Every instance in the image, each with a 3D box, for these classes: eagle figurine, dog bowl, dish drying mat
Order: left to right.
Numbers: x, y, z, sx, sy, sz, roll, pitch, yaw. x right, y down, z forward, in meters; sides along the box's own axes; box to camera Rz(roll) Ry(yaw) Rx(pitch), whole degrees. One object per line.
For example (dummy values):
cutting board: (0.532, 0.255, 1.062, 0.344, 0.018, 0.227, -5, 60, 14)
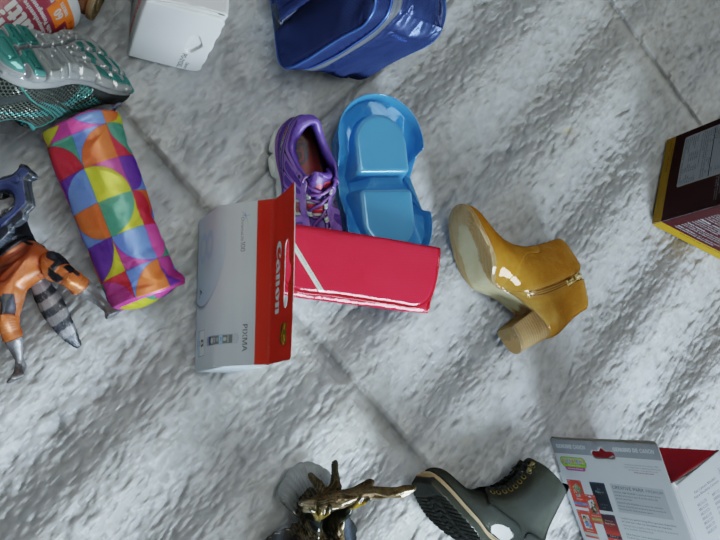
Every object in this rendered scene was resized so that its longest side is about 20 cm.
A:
eagle figurine: (-0.035, 0.314, 0.891, 0.148, 0.151, 0.205, 12, 110, 18)
dish drying mat: (0.000, 0.000, 0.943, 0.196, 0.018, 0.079, 8, 95, -28)
dog bowl: (0.020, -0.099, 1.007, 0.109, 0.049, 0.206, -3, 82, -25)

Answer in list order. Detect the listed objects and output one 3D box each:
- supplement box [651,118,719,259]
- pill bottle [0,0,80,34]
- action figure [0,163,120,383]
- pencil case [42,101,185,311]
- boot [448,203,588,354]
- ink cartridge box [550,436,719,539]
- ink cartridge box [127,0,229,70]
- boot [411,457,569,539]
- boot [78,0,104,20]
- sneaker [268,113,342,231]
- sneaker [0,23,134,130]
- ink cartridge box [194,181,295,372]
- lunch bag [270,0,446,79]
supplement box: (0.542, -0.106, 1.163, 0.194, 0.199, 0.136, 22, 73, -19)
pill bottle: (-0.370, -0.219, 0.814, 0.110, 0.109, 0.201, 44, 67, -11)
action figure: (-0.349, 0.005, 0.817, 0.198, 0.105, 0.196, -33, 89, 2)
pencil case: (-0.244, -0.062, 0.863, 0.087, 0.088, 0.204, -19, 90, -25)
boot: (0.200, -0.013, 1.072, 0.143, 0.070, 0.205, -31, 98, -31)
ink cartridge box: (0.332, 0.262, 1.007, 0.082, 0.199, 0.179, -22, 92, -26)
ink cartridge box: (-0.185, -0.334, 0.897, 0.082, 0.144, 0.206, 6, 79, -21)
boot: (0.154, 0.254, 1.006, 0.200, 0.077, 0.140, 48, 61, -25)
boot: (-0.323, -0.359, 0.882, 0.151, 0.074, 0.205, 10, 66, -24)
sneaker: (-0.055, -0.072, 0.949, 0.079, 0.083, 0.205, -13, 90, -24)
sneaker: (-0.297, -0.177, 0.827, 0.091, 0.199, 0.078, -42, 81, 19)
ink cartridge box: (-0.116, 0.013, 0.843, 0.046, 0.199, 0.165, 5, 79, -23)
lunch bag: (-0.018, -0.298, 0.946, 0.130, 0.198, 0.140, -1, 79, -42)
